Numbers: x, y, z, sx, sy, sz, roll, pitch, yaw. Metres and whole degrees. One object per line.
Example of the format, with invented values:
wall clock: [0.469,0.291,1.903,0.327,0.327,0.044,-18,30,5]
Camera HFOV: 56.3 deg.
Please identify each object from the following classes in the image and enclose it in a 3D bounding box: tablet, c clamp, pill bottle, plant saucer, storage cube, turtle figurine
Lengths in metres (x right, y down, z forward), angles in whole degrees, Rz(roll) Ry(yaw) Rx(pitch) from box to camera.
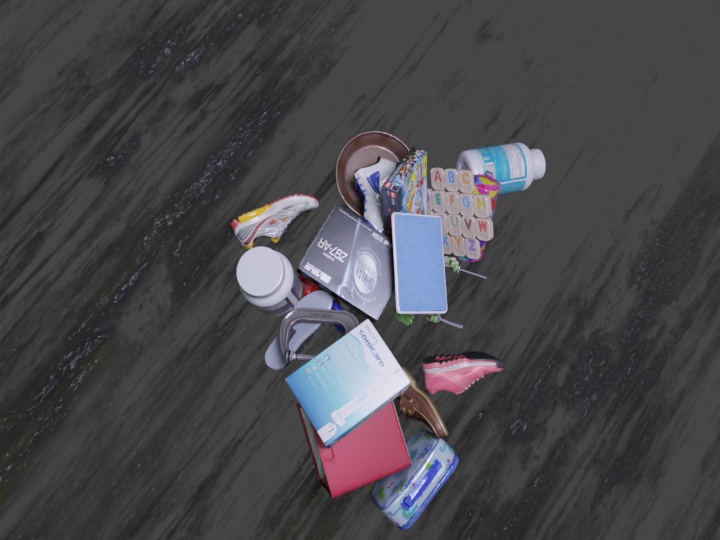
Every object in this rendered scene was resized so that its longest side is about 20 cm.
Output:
tablet: [0.120,-0.014,1.377,0.127,0.014,0.207,2,80,-31]
c clamp: [-0.079,0.156,1.364,0.194,0.027,0.175,8,67,11]
pill bottle: [-0.185,0.024,1.370,0.112,0.200,0.120,-1,76,3]
plant saucer: [0.036,-0.214,1.540,0.194,0.037,0.207,1,85,-13]
storage cube: [-0.019,0.338,1.403,0.175,0.171,0.206,-16,88,-14]
turtle figurine: [0.168,0.048,1.467,0.202,0.144,0.192,54,42,5]
pill bottle: [0.329,-0.235,1.572,0.194,0.111,0.114,-10,87,-14]

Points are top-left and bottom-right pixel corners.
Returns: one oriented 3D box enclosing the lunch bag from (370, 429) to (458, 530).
lunch bag: [0.114,0.443,1.429,0.082,0.161,0.201,42,76,-5]

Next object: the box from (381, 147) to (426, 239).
box: [0.097,-0.140,1.446,0.037,0.203,0.137,21,53,23]

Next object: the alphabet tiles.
alphabet tiles: [0.208,-0.125,1.487,0.014,0.197,0.201,-23,115,-37]

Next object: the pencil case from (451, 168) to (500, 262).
pencil case: [0.256,-0.120,1.507,0.086,0.089,0.205,-1,124,-13]

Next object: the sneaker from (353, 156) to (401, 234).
sneaker: [0.025,-0.163,1.482,0.112,0.081,0.204,22,85,4]

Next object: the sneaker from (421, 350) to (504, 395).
sneaker: [0.233,0.237,1.534,0.194,0.074,0.090,-3,98,-9]

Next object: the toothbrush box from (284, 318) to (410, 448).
toothbrush box: [-0.023,0.215,1.280,0.198,0.086,0.148,-35,76,-9]

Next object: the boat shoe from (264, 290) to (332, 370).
boat shoe: [-0.127,0.130,1.442,0.069,0.066,0.202,35,89,15]

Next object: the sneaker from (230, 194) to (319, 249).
sneaker: [-0.180,-0.108,1.466,0.195,0.078,0.084,-24,94,-5]

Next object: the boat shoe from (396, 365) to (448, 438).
boat shoe: [0.118,0.293,1.447,0.067,0.200,0.073,-35,133,-7]

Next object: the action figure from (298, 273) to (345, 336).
action figure: [-0.068,0.082,1.480,0.065,0.052,0.201,-40,89,-19]

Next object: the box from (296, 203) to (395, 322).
box: [-0.012,-0.015,1.394,0.197,0.044,0.163,33,76,-1]
